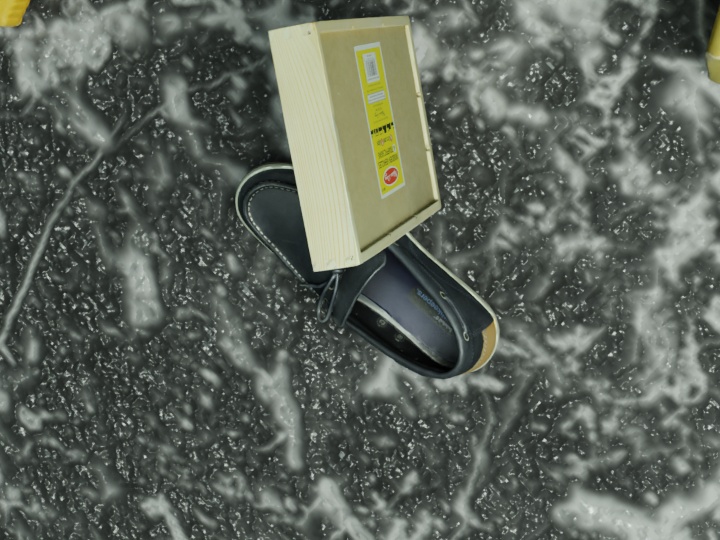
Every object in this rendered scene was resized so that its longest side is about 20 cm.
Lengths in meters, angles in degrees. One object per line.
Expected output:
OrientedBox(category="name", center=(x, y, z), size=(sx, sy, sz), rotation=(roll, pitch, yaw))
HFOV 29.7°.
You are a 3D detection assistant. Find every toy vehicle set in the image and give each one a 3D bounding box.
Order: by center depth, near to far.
OrientedBox(category="toy vehicle set", center=(0.003, -0.080, 0.779), size=(0.026, 0.200, 0.126), rotation=(-8, 98, 17))

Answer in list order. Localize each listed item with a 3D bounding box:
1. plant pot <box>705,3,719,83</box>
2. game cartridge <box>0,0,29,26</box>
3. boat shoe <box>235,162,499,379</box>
OrientedBox(category="plant pot", center=(0.290, -0.183, 0.683), size=(0.192, 0.195, 0.203), rotation=(12, 98, 14))
OrientedBox(category="game cartridge", center=(-0.264, -0.288, 0.910), size=(0.175, 0.032, 0.201), rotation=(35, 111, 7))
OrientedBox(category="boat shoe", center=(0.000, 0.000, 0.868), size=(0.199, 0.062, 0.075), rotation=(38, 116, 7))
